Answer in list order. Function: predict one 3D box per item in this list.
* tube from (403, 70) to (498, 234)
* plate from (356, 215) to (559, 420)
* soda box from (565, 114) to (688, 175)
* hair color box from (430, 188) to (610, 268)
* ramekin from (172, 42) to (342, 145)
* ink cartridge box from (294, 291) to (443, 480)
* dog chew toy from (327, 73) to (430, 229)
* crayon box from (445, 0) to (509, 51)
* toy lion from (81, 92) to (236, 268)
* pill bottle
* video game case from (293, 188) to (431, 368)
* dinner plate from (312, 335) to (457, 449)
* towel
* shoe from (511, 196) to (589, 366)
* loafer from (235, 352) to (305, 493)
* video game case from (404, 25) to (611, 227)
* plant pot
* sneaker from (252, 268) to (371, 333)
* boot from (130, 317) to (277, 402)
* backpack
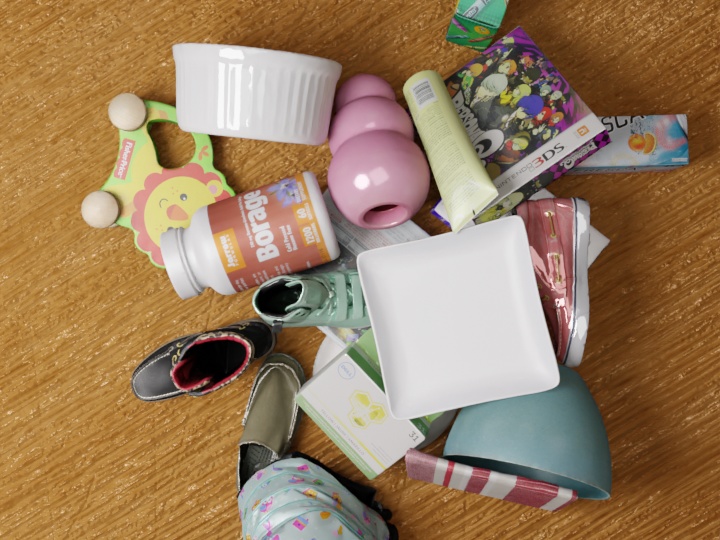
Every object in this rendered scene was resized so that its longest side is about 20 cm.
[{"bbox_3d":[0.102,-0.144,0.937,0.052,0.058,0.201,-17,60,-2],"label":"tube"},{"bbox_3d":[0.111,0.056,0.929,0.198,0.032,0.202,-13,86,8],"label":"plate"},{"bbox_3d":[0.301,-0.156,1.006,0.198,0.068,0.064,-3,89,-2],"label":"soda box"},{"bbox_3d":[0.199,-0.056,1.017,0.200,0.065,0.110,39,91,1],"label":"hair color box"},{"bbox_3d":[-0.124,-0.205,0.952,0.199,0.201,0.099,5,99,0],"label":"ramekin"},{"bbox_3d":[0.036,0.145,0.983,0.146,0.048,0.200,47,116,-2],"label":"ink cartridge box"},{"bbox_3d":[0.016,-0.153,0.980,0.123,0.125,0.202,-8,65,1],"label":"dog chew toy"},{"bbox_3d":[0.166,-0.383,0.978,0.058,0.119,0.202,18,92,0],"label":"crayon box"},{"bbox_3d":[-0.242,-0.104,1.025,0.190,0.069,0.202,15,92,-7],"label":"toy lion"},{"bbox_3d":[-0.133,-0.037,0.967,0.199,0.112,0.113,-19,92,-1],"label":"pill bottle"},{"bbox_3d":[0.000,0.000,1.028,0.200,0.023,0.182,40,90,6],"label":"video game case"},{"bbox_3d":[0.036,0.145,1.045,0.198,0.024,0.202,0,92,2],"label":"dinner plate"},{"bbox_3d":[0.153,0.255,0.978,0.198,0.144,0.023,11,70,8],"label":"towel"},{"bbox_3d":[0.221,0.012,0.956,0.090,0.071,0.202,2,87,3],"label":"shoe"},{"bbox_3d":[-0.115,0.207,1.024,0.075,0.070,0.202,10,92,0],"label":"loafer"},{"bbox_3d":[0.168,-0.174,0.963,0.181,0.036,0.201,-34,56,11],"label":"video game case"},{"bbox_3d":[0.210,0.184,0.973,0.198,0.200,0.136,15,72,0],"label":"plant pot"},{"bbox_3d":[-0.031,0.035,0.958,0.199,0.118,0.074,-9,84,3],"label":"sneaker"},{"bbox_3d":[-0.204,0.117,0.982,0.198,0.151,0.074,-18,92,1],"label":"boot"},{"bbox_3d":[-0.056,0.318,0.976,0.167,0.127,0.200,-41,118,-3],"label":"backpack"}]
